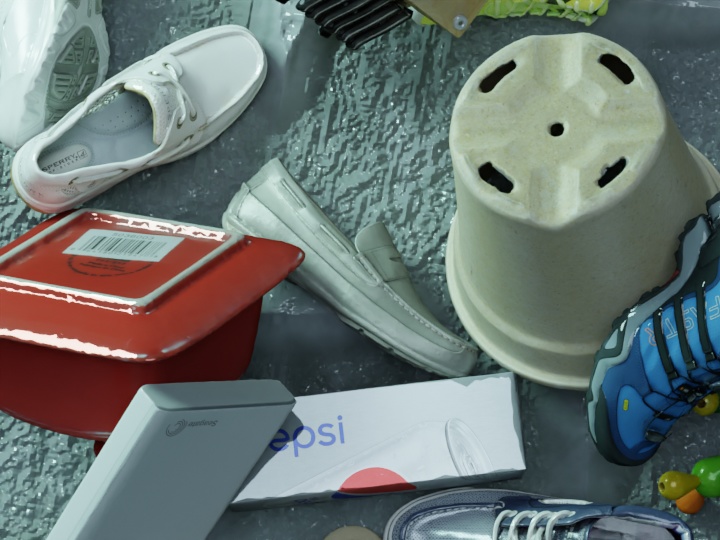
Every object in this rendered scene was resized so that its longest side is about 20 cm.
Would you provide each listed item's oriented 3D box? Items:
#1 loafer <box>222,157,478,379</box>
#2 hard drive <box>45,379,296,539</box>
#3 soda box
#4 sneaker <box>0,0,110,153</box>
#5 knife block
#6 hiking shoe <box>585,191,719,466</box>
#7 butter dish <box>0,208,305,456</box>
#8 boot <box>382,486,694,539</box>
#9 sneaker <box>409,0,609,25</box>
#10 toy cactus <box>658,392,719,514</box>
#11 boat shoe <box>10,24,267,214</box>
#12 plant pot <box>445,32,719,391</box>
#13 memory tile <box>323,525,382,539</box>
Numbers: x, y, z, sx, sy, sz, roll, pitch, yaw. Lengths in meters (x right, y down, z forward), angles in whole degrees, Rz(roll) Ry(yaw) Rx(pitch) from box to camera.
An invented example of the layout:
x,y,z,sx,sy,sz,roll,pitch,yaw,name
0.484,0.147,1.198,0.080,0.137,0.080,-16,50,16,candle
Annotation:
x,y,z,sx,sy,sz,roll,pitch,yaw,name
0.000,0.000,1.694,0.200,0.070,0.070,36,90,8,loafer
-0.135,0.153,1.593,0.027,0.132,0.200,46,116,28,hard drive
0.007,0.114,1.675,0.199,0.063,0.069,-6,80,0,soda box
-0.224,-0.179,1.740,0.099,0.078,0.201,11,86,28,sneaker
0.034,-0.235,1.689,0.200,0.064,0.176,-53,38,5,knife block
0.207,0.048,1.564,0.087,0.074,0.200,51,122,45,hiking shoe
-0.156,0.055,1.640,0.199,0.199,0.148,9,116,26,butter dish
0.115,0.172,1.645,0.199,0.090,0.073,1,76,-1,boot
0.130,-0.203,1.729,0.199,0.075,0.077,-20,78,-2,sneaker
0.280,0.097,1.673,0.199,0.102,0.165,16,61,6,toy cactus
-0.140,-0.104,1.701,0.200,0.069,0.071,-35,91,-19,boat shoe
0.137,-0.050,1.617,0.200,0.184,0.201,-5,64,11,plant pot
-0.040,0.275,1.669,0.200,0.017,0.154,-32,80,-6,memory tile
